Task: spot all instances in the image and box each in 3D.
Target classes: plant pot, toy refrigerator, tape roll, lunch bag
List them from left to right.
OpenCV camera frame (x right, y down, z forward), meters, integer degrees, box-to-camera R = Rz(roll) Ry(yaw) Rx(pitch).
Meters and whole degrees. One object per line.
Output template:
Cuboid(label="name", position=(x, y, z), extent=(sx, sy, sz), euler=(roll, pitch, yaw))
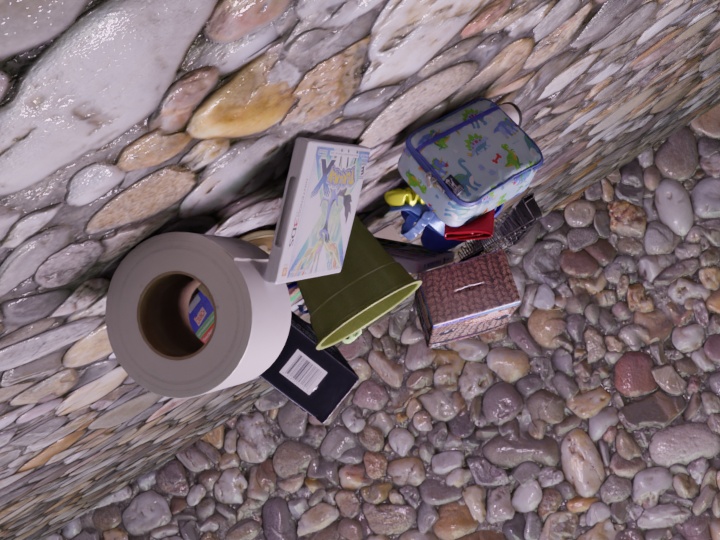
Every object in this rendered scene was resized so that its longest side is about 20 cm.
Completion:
Cuboid(label="tape roll", position=(-0.204, 0.054, 1.131), extent=(0.202, 0.204, 0.139), euler=(-35, 171, 13))
Cuboid(label="plant pot", position=(-0.035, -0.006, 1.417), extent=(0.199, 0.191, 0.200), euler=(-32, 170, -6))
Cuboid(label="toy refrigerator", position=(0.038, -0.021, 1.944), extent=(0.070, 0.076, 0.200), euler=(-29, 171, -20))
Cuboid(label="lunch bag", position=(0.165, -0.169, 1.351), extent=(0.199, 0.161, 0.083), euler=(-28, 159, -29))

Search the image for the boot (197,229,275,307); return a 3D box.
Cuboid(label="boot", position=(-0.151, 0.027, 1.300), extent=(0.073, 0.156, 0.199), euler=(-38, 169, 34))

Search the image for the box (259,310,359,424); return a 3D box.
Cuboid(label="box", position=(-0.128, 0.165, 1.713), extent=(0.118, 0.196, 0.200), euler=(-50, -161, 0))

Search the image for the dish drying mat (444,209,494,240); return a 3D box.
Cuboid(label="dish drying mat", position=(0.176, -0.103, 1.402), extent=(0.076, 0.018, 0.201), euler=(-5, -150, 14))

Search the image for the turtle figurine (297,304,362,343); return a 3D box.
Cuboid(label="turtle figurine", position=(-0.034, 0.060, 1.832), extent=(0.198, 0.146, 0.194), euler=(-10, -164, -8))

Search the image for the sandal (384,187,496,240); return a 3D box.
Cuboid(label="sandal", position=(0.138, -0.101, 1.516), extent=(0.198, 0.088, 0.079), euler=(-4, -171, -9))

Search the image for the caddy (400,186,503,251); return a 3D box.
Cuboid(label="caddy", position=(0.169, -0.128, 1.614), extent=(0.199, 0.142, 0.105), euler=(-28, 164, -30))

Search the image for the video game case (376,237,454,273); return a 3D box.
Cuboid(label="video game case", position=(0.052, -0.032, 1.655), extent=(0.198, 0.022, 0.182), euler=(11, -168, 26))

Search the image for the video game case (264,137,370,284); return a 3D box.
Cuboid(label="video game case", position=(-0.053, -0.079, 1.169), extent=(0.200, 0.022, 0.184), euler=(-12, 118, -67))

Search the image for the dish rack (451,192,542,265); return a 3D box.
Cuboid(label="dish rack", position=(0.234, -0.052, 1.621), extent=(0.199, 0.055, 0.154), euler=(-29, 167, -16))

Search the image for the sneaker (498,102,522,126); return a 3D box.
Cuboid(label="sneaker", position=(0.175, -0.206, 1.475), extent=(0.201, 0.068, 0.108), euler=(-34, 173, 26))

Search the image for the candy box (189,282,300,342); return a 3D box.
Cuboid(label="candy box", position=(-0.189, 0.043, 1.508), extent=(0.199, 0.077, 0.169), euler=(-24, 168, -39))

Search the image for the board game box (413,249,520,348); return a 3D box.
Cuboid(label="board game box", position=(0.186, 0.055, 1.592), extent=(0.158, 0.098, 0.200), euler=(-16, 164, -2))
